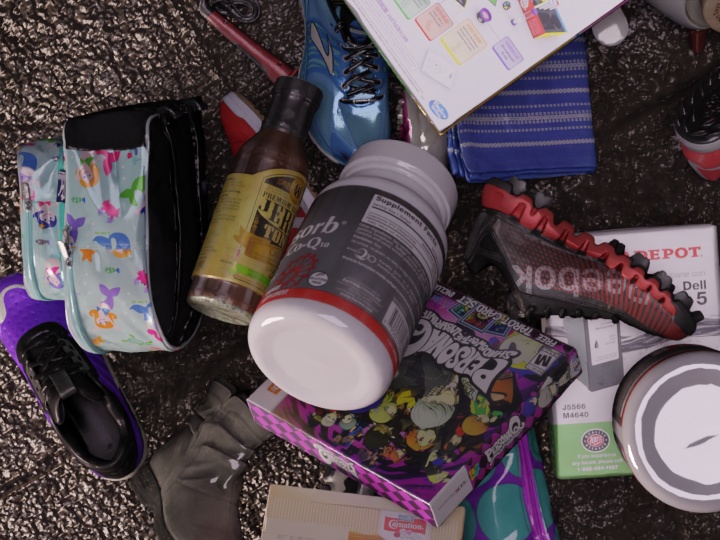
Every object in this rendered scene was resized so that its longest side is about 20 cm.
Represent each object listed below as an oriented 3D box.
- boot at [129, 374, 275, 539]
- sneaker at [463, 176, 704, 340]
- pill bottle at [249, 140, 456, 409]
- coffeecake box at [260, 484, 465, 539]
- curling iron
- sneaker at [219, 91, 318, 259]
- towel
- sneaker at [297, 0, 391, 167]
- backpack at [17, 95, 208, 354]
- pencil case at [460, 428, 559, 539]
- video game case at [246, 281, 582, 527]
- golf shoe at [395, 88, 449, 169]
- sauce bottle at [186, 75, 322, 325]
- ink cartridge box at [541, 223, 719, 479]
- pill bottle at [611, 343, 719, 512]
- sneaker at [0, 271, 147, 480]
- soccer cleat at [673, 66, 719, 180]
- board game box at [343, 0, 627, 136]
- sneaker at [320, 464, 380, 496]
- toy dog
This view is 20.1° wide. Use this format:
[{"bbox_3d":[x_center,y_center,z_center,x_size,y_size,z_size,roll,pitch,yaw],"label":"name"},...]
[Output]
[{"bbox_3d":[-0.109,0.167,1.638,0.068,0.200,0.131,34,97,-36],"label":"boot"},{"bbox_3d":[0.168,0.011,1.590,0.200,0.071,0.098,31,91,7],"label":"sneaker"},{"bbox_3d":[0.000,0.000,1.580,0.116,0.116,0.200,23,51,3],"label":"pill bottle"},{"bbox_3d":[-0.001,0.256,1.615,0.153,0.200,0.073,6,55,3],"label":"coffeecake box"},{"bbox_3d":[-0.059,-0.173,1.709,0.050,0.026,0.200,-44,88,4],"label":"curling iron"},{"bbox_3d":[-0.088,-0.043,1.688,0.112,0.071,0.200,-33,90,-1],"label":"sneaker"},{"bbox_3d":[0.130,-0.174,1.666,0.145,0.024,0.200,-5,89,-30],"label":"towel"},{"bbox_3d":[-0.012,-0.181,1.663,0.078,0.090,0.200,-8,87,-16],"label":"sneaker"},{"bbox_3d":[-0.192,-0.031,1.642,0.150,0.178,0.200,-7,98,11],"label":"backpack"},{"bbox_3d":[0.117,0.178,1.660,0.085,0.092,0.200,-17,96,-39],"label":"pencil case"},{"bbox_3d":[0.041,0.091,1.596,0.200,0.036,0.181,27,60,36],"label":"video game case"},{"bbox_3d":[0.072,-0.146,1.680,0.091,0.075,0.200,-2,91,-1],"label":"golf shoe"},{"bbox_3d":[-0.080,-0.058,1.613,0.065,0.065,0.200,17,78,3],"label":"sauce bottle"},{"bbox_3d":[0.223,0.065,1.662,0.145,0.084,0.200,-4,89,3],"label":"ink cartridge box"},{"bbox_3d":[0.247,0.113,1.519,0.116,0.200,0.116,0,91,4],"label":"pill bottle"},{"bbox_3d":[-0.243,0.086,1.680,0.070,0.100,0.200,-34,88,0],"label":"sneaker"},{"bbox_3d":[0.334,-0.160,1.676,0.068,0.073,0.200,34,74,32],"label":"soccer cleat"},{"bbox_3d":[0.100,-0.224,1.593,0.200,0.040,0.153,-35,91,6],"label":"board game box"},{"bbox_3d":[0.025,0.129,1.689,0.080,0.077,0.200,21,81,-33],"label":"sneaker"},{"bbox_3d":[0.228,-0.229,1.663,0.200,0.132,0.096,20,128,8],"label":"toy dog"}]
